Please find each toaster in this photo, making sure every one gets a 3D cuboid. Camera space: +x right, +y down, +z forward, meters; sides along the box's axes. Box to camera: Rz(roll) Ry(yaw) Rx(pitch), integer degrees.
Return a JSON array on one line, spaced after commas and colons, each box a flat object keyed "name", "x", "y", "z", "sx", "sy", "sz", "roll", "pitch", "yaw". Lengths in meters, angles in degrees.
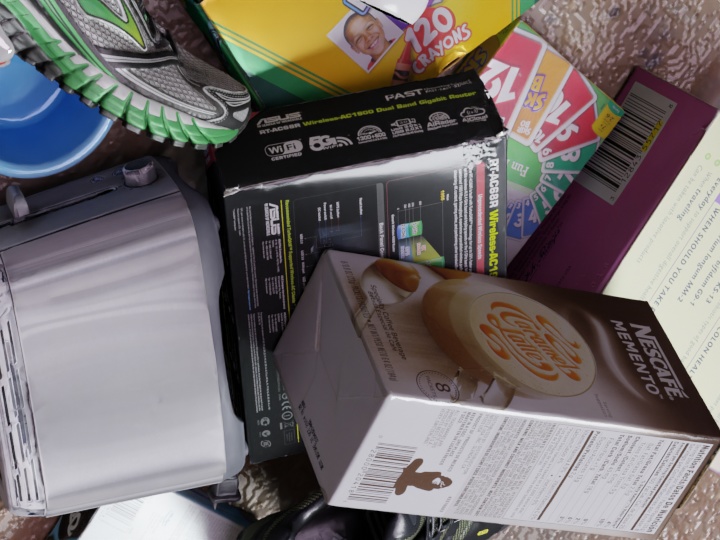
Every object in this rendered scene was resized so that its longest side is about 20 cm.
[{"name": "toaster", "x": -0.137, "y": 0.044, "z": 1.164, "sx": 0.128, "sy": 0.114, "sz": 0.201, "roll": -13, "pitch": 116, "yaw": -15}]

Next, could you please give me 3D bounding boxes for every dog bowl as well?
[{"name": "dog bowl", "x": -0.168, "y": -0.139, "z": 1.112, "sx": 0.111, "sy": 0.050, "sz": 0.201, "roll": -5, "pitch": 111, "yaw": -23}]

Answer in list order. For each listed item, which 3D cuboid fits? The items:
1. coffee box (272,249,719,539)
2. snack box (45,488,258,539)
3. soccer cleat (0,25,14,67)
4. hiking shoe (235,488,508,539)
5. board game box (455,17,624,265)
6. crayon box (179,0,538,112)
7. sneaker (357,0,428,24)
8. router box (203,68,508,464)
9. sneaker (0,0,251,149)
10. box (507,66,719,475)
[{"name": "coffee box", "x": 0.070, "y": 0.065, "z": 1.147, "sx": 0.199, "sy": 0.115, "sz": 0.080, "roll": 9, "pitch": 126, "yaw": -28}, {"name": "snack box", "x": -0.146, "y": 0.209, "z": 1.266, "sx": 0.116, "sy": 0.037, "sz": 0.201, "roll": 31, "pitch": 95, "yaw": -30}, {"name": "soccer cleat", "x": -0.150, "y": -0.185, "z": 0.988, "sx": 0.085, "sy": 0.069, "sz": 0.201, "roll": 26, "pitch": 79, "yaw": -10}, {"name": "hiking shoe", "x": 0.029, "y": 0.133, "z": 1.220, "sx": 0.199, "sy": 0.101, "sz": 0.076, "roll": -27, "pitch": 90, "yaw": -14}, {"name": "board game box", "x": 0.056, "y": -0.039, "z": 1.270, "sx": 0.095, "sy": 0.030, "sz": 0.200, "roll": 36, "pitch": 95, "yaw": -32}, {"name": "crayon box", "x": 0.011, "y": -0.161, "z": 1.180, "sx": 0.200, "sy": 0.058, "sz": 0.119, "roll": -37, "pitch": 122, "yaw": -7}, {"name": "sneaker", "x": -0.005, "y": -0.223, "z": 1.068, "sx": 0.080, "sy": 0.200, "sz": 0.147, "roll": 19, "pitch": 109, "yaw": -46}, {"name": "router box", "x": 0.000, "y": 0.000, "z": 1.186, "sx": 0.149, "sy": 0.062, "sz": 0.201, "roll": -11, "pitch": 132, "yaw": -10}, {"name": "sneaker", "x": -0.126, "y": -0.126, "z": 1.063, "sx": 0.200, "sy": 0.078, "sz": 0.085, "roll": 35, "pitch": 93, "yaw": -31}, {"name": "box", "x": 0.204, "y": 0.011, "z": 1.316, "sx": 0.199, "sy": 0.097, "sz": 0.177, "roll": 30, "pitch": 96, "yaw": -30}]
